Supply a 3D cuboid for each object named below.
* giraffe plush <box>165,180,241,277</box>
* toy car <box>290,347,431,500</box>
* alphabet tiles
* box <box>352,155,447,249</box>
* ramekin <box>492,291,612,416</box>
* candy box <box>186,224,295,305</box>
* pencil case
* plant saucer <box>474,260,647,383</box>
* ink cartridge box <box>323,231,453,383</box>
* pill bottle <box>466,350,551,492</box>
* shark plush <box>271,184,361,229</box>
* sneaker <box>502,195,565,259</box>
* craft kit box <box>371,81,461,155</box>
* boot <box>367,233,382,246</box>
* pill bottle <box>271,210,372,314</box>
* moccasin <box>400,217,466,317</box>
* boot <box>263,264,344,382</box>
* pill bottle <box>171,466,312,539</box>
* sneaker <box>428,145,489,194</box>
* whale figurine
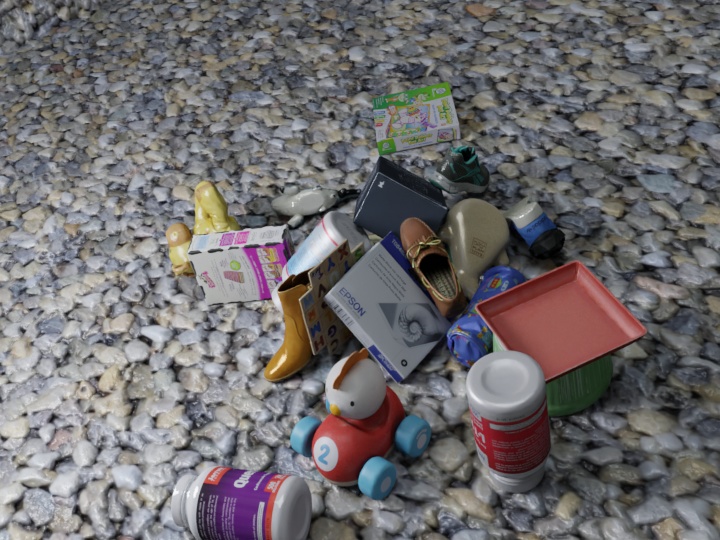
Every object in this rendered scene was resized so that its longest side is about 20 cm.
[{"bbox_3d":[-0.331,-0.064,1.867,0.160,0.173,0.202,-30,73,-3],"label":"giraffe plush"},{"bbox_3d":[-0.014,0.210,1.383,0.182,0.202,0.177,22,52,37],"label":"toy car"},{"bbox_3d":[-0.038,0.050,1.576,0.006,0.202,0.166,24,52,34],"label":"alphabet tiles"},{"bbox_3d":[0.075,-0.125,1.715,0.147,0.108,0.200,27,14,-5],"label":"box"},{"bbox_3d":[0.306,0.126,1.456,0.196,0.099,0.202,-9,40,7],"label":"ramekin"},{"bbox_3d":[-0.223,-0.010,1.756,0.196,0.138,0.062,-6,38,10],"label":"candy box"},{"bbox_3d":[0.217,0.075,1.560,0.086,0.079,0.201,21,51,20],"label":"pencil case"},{"bbox_3d":[0.307,0.086,1.396,0.197,0.037,0.201,-23,39,-9],"label":"plant saucer"},{"bbox_3d":[0.065,0.055,1.565,0.200,0.200,0.041,-45,4,-31],"label":"ink cartridge box"},{"bbox_3d":[0.216,0.223,1.294,0.110,0.202,0.113,-9,39,7],"label":"pill bottle"},{"bbox_3d":[-0.099,-0.164,1.954,0.197,0.092,0.083,-23,9,-1],"label":"shark plush"},{"bbox_3d":[0.331,-0.075,1.711,0.076,0.112,0.200,-35,6,3],"label":"sneaker"},{"bbox_3d":[0.129,-0.359,2.122,0.193,0.049,0.202,-9,40,3],"label":"craft kit box"},{"bbox_3d":[0.000,0.000,1.720,0.196,0.073,0.156,-9,36,1],"label":"boot"},{"bbox_3d":[-0.075,-0.003,1.658,0.200,0.108,0.110,-48,32,23],"label":"pill bottle"},{"bbox_3d":[0.120,-0.014,1.554,0.072,0.078,0.204,-19,57,0],"label":"moccasin"},{"bbox_3d":[-0.119,0.088,1.585,0.200,0.145,0.071,-40,39,-10],"label":"boot"},{"bbox_3d":[-0.178,0.354,1.339,0.196,0.114,0.113,2,42,20],"label":"pill bottle"},{"bbox_3d":[0.219,-0.211,1.833,0.077,0.092,0.199,34,25,23],"label":"sneaker"},{"bbox_3d":[0.201,-0.033,1.687,0.157,0.104,0.203,21,65,-13],"label":"whale figurine"}]
